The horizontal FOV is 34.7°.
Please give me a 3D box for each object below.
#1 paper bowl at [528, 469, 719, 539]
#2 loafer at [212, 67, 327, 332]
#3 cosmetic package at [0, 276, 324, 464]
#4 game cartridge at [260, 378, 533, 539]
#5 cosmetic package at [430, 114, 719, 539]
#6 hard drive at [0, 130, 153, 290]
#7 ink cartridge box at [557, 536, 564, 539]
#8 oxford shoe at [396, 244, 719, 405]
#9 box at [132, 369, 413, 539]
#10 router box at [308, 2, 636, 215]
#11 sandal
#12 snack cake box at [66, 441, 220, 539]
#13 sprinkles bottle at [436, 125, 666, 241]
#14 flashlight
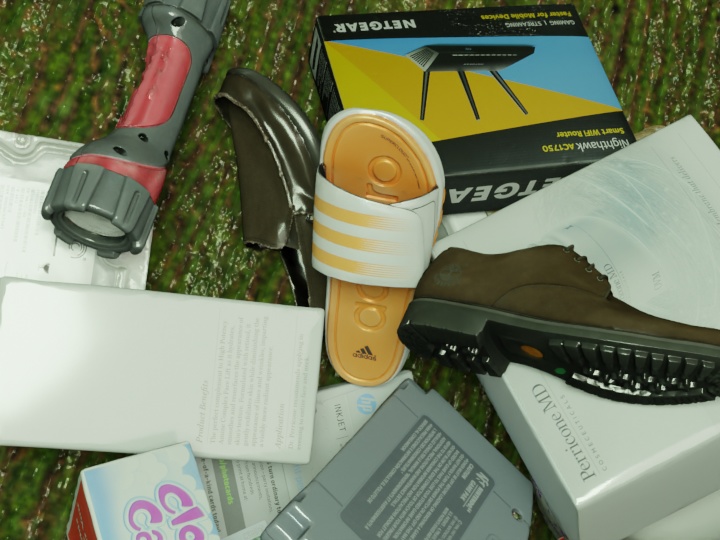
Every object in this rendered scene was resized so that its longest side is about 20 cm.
[{"bbox_3d":[0.218,0.132,0.816,0.199,0.104,0.202,-5,61,8],"label":"paper bowl"},{"bbox_3d":[-0.051,-0.043,0.786,0.071,0.073,0.201,-30,95,-16],"label":"loafer"},{"bbox_3d":[-0.128,0.064,0.721,0.199,0.074,0.102,7,84,-14],"label":"cosmetic package"},{"bbox_3d":[0.035,0.155,0.707,0.133,0.200,0.041,41,121,8],"label":"game cartridge"},{"bbox_3d":[0.178,0.042,0.745,0.199,0.123,0.200,-27,59,-2],"label":"cosmetic package"},{"bbox_3d":[-0.237,-0.021,0.750,0.199,0.038,0.141,9,85,-17],"label":"hard drive"},{"bbox_3d":[0.080,0.282,0.767,0.200,0.160,0.047,-40,62,-14],"label":"ink cartridge box"},{"bbox_3d":[0.125,0.022,0.657,0.199,0.073,0.085,13,63,20],"label":"oxford shoe"},{"bbox_3d":[-0.045,0.165,0.794,0.199,0.041,0.157,-12,90,-16],"label":"box"},{"bbox_3d":[0.077,-0.114,0.805,0.199,0.051,0.150,-7,58,-16],"label":"router box"},{"bbox_3d":[0.008,0.002,0.721,0.079,0.059,0.208,7,122,8],"label":"sandal"},{"bbox_3d":[-0.107,0.215,0.655,0.067,0.115,0.201,-13,66,-23],"label":"snack cake box"},{"bbox_3d":[0.146,-0.050,0.850,0.199,0.068,0.069,-18,92,-17],"label":"sprinkles bottle"},{"bbox_3d":[-0.140,-0.108,0.740,0.068,0.068,0.201,19,65,-10],"label":"flashlight"}]
